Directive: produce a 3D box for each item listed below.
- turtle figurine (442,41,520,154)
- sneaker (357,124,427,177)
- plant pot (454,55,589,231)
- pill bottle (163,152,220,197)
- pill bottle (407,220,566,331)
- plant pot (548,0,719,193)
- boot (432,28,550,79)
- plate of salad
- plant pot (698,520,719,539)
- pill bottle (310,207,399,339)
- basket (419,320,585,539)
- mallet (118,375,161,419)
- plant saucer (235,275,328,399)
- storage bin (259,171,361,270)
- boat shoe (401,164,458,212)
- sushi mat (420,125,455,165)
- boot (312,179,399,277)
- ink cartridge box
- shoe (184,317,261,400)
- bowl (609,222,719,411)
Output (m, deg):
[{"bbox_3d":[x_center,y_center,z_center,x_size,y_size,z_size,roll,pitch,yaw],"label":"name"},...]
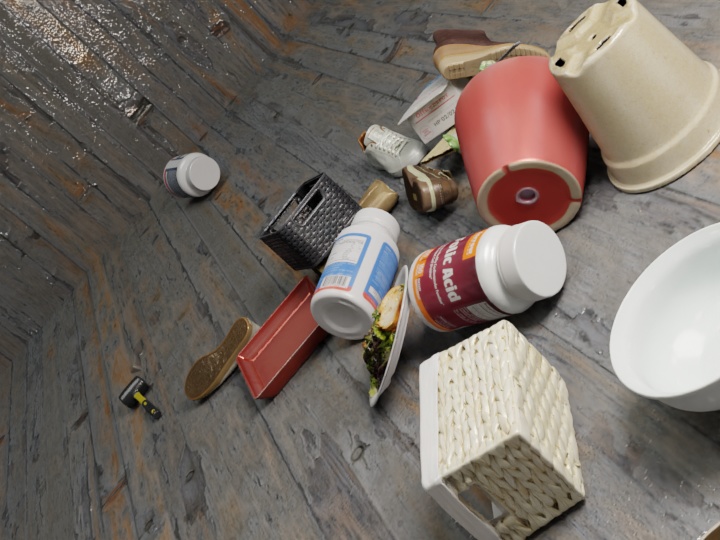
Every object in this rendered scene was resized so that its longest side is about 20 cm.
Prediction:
[{"bbox_3d":[0.220,-0.242,1.630,0.194,0.143,0.201,-48,19,14],"label":"turtle figurine"},{"bbox_3d":[0.050,-0.229,1.998,0.073,0.085,0.199,-52,24,-12],"label":"sneaker"},{"bbox_3d":[0.224,-0.158,1.452,0.199,0.199,0.180,-33,37,34],"label":"plant pot"},{"bbox_3d":[-0.462,-0.263,2.950,0.120,0.119,0.199,-55,23,-14],"label":"pill bottle"},{"bbox_3d":[0.163,0.007,1.383,0.199,0.114,0.115,-20,36,50],"label":"pill bottle"},{"bbox_3d":[0.341,-0.234,1.340,0.200,0.183,0.202,-39,25,22],"label":"plant pot"},{"bbox_3d":[0.221,-0.381,1.827,0.195,0.074,0.168,-2,34,2],"label":"boot"},{"bbox_3d":[0.030,0.089,1.491,0.200,0.047,0.204,-166,89,-86],"label":"plate of salad"},{"bbox_3d":[0.307,0.265,0.693,0.200,0.134,0.202,-40,25,23],"label":"plant pot"},{"bbox_3d":[0.000,0.000,1.701,0.111,0.112,0.202,-26,32,43],"label":"pill bottle"},{"bbox_3d":[0.148,0.169,1.137,0.123,0.135,0.201,-36,26,23],"label":"basket"},{"bbox_3d":[-0.443,0.265,2.215,0.066,0.041,0.199,-54,28,-17],"label":"mallet"},{"bbox_3d":[-0.124,0.120,1.843,0.201,0.037,0.200,-50,23,2],"label":"plant saucer"},{"bbox_3d":[-0.090,-0.083,1.876,0.136,0.094,0.200,-51,12,-11],"label":"storage bin"},{"bbox_3d":[0.119,-0.137,1.770,0.073,0.076,0.203,-14,17,-4],"label":"boat shoe"},{"bbox_3d":[0.180,-0.248,1.819,0.095,0.012,0.200,-22,22,50],"label":"sushi mat"},{"bbox_3d":[-0.005,-0.065,1.872,0.201,0.066,0.175,-49,23,-2],"label":"boot"},{"bbox_3d":[0.151,-0.299,1.882,0.114,0.068,0.201,-33,13,36],"label":"ink cartridge box"},{"bbox_3d":[-0.253,0.172,1.993,0.200,0.053,0.070,-47,55,17],"label":"shoe"},{"bbox_3d":[0.340,0.058,1.008,0.200,0.090,0.202,-39,25,22],"label":"bowl"}]
